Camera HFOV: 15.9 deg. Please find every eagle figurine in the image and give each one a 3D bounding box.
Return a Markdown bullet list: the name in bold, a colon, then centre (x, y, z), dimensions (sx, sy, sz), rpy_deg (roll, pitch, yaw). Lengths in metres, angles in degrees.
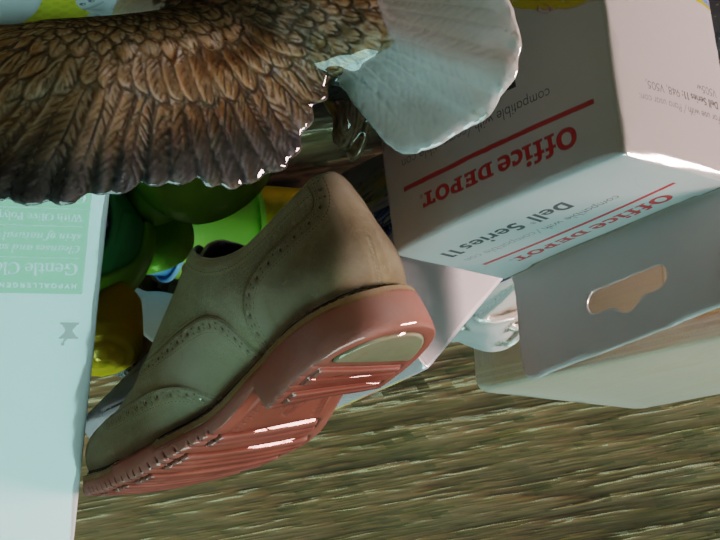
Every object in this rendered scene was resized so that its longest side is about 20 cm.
- **eagle figurine**: centre (-0.060, -0.096, 0.887), dimensions (0.199, 0.152, 0.151), rpy_deg (12, 137, -41)

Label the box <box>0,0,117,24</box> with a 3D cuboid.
- **box**: centre (-0.164, -0.121, 0.960), dimensions (0.117, 0.049, 0.200), rpy_deg (-19, 156, 32)

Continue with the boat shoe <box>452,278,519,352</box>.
- **boat shoe**: centre (0.056, 0.003, 1.212), dimensions (0.070, 0.071, 0.200), rpy_deg (44, 156, -12)

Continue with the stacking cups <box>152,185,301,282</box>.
- **stacking cups**: centre (-0.109, -0.020, 1.251), dimensions (0.199, 0.061, 0.060), rpy_deg (3, 159, -27)

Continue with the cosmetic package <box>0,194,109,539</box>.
- **cosmetic package**: centre (-0.161, 0.026, 1.026), dimensions (0.107, 0.085, 0.201), rpy_deg (1, 119, -12)

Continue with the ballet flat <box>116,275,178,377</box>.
- **ballet flat**: centre (-0.103, 0.024, 1.305), dimensions (0.072, 0.072, 0.200), rpy_deg (7, -169, -36)

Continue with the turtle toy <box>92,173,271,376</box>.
- **turtle toy**: centre (-0.133, -0.035, 1.112), dimensions (0.199, 0.146, 0.101), rpy_deg (-8, 140, 1)

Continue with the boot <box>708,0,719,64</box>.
- **boot**: centre (0.188, -0.093, 1.035), dimensions (0.131, 0.070, 0.200), rpy_deg (-13, 164, 3)

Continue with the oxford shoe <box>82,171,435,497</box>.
- **oxford shoe**: centre (-0.046, 0.030, 0.969), dimensions (0.071, 0.074, 0.200), rpy_deg (-5, 159, -43)

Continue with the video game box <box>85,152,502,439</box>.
- **video game box**: centre (0.000, 0.000, 1.087), dimensions (0.182, 0.047, 0.200), rpy_deg (-28, -167, 42)

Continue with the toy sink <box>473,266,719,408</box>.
- **toy sink**: centre (0.169, -0.004, 1.306), dimensions (0.130, 0.113, 0.199), rpy_deg (8, 164, -42)

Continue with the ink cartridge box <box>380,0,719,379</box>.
- **ink cartridge box**: centre (0.067, -0.072, 0.945), dimensions (0.067, 0.201, 0.117), rpy_deg (12, 154, -43)
